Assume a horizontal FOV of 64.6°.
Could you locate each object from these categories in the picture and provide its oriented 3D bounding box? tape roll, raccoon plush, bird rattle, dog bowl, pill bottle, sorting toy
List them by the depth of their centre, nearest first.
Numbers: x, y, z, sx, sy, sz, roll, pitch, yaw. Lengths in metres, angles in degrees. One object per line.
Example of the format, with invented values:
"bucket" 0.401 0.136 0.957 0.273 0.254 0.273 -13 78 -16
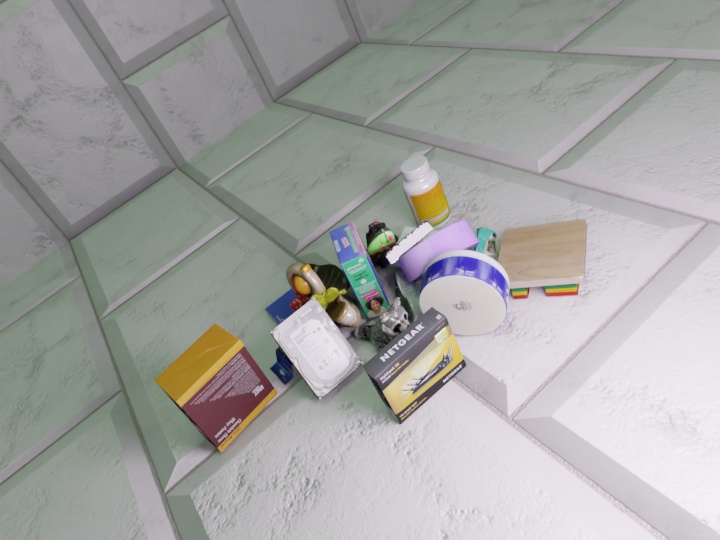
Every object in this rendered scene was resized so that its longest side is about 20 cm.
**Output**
"dog bowl" 0.232 0.053 1.278 0.197 0.202 0.080 -7 41 27
"sorting toy" 0.432 -0.020 1.347 0.197 0.070 0.200 -6 40 29
"raccoon plush" 0.040 0.132 1.367 0.197 0.135 0.098 -4 42 30
"tape roll" 0.192 -0.045 1.399 0.198 0.066 0.200 -29 -8 -4
"bird rattle" -0.133 0.048 1.502 0.112 0.165 0.199 -38 19 -23
"pill bottle" 0.187 -0.228 1.665 0.109 0.202 0.112 -18 36 13

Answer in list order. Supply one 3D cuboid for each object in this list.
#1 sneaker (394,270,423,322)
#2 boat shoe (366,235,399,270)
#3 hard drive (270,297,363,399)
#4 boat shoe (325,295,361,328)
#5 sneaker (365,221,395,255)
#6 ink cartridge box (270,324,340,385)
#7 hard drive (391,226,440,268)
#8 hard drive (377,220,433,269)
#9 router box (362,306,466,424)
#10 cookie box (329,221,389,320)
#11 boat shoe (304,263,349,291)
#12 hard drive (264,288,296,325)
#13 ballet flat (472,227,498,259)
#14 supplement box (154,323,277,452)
"sneaker" 0.137 0.062 1.463 0.079 0.072 0.201 -11 33 -10
"boat shoe" 0.031 -0.036 1.642 0.198 0.073 0.072 -29 34 -1
"hard drive" -0.105 0.186 1.365 0.139 0.201 0.038 -36 -5 -14
"boat shoe" -0.044 0.114 1.506 0.074 0.069 0.200 -56 14 1
"sneaker" 0.043 -0.089 1.513 0.075 0.085 0.200 -14 -3 -9
"ink cartridge box" -0.150 0.202 1.497 0.199 0.040 0.099 -42 37 -17
"hard drive" 0.185 -0.054 1.568 0.197 0.027 0.133 11 60 35
"hard drive" 0.112 -0.063 1.483 0.139 0.033 0.200 -40 0 -5
"router box" 0.119 0.201 1.206 0.199 0.159 0.052 -38 36 -14
"cookie box" 0.000 0.000 1.505 0.074 0.202 0.172 -25 35 3
"boat shoe" -0.088 0.024 1.601 0.198 0.068 0.073 19 78 47
"hard drive" -0.174 0.085 1.673 0.199 0.026 0.132 -38 36 -14
"ballet flat" 0.316 -0.037 1.457 0.069 0.068 0.202 6 47 19
"supplement box" -0.346 0.284 1.385 0.132 0.202 0.197 18 55 46
